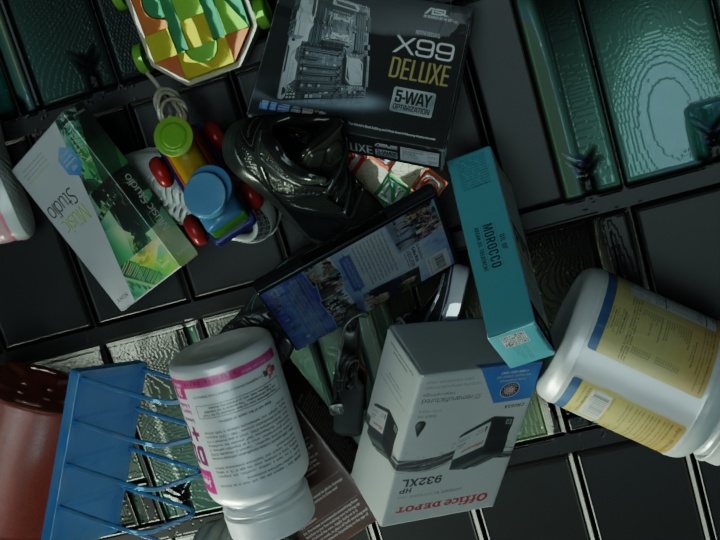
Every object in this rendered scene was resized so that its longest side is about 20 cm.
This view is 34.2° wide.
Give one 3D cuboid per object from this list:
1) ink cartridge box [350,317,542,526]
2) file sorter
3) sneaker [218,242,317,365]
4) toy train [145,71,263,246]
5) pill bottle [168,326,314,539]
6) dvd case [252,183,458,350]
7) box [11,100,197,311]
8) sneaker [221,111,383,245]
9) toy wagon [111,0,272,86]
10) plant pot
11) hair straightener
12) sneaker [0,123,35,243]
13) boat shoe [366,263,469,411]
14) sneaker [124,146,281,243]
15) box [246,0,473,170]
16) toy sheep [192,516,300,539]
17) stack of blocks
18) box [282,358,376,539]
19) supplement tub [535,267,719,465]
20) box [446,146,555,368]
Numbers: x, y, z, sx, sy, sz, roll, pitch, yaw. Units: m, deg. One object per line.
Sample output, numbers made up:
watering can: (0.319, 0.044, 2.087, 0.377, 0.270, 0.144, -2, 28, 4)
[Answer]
ink cartridge box: (0.086, 0.156, 1.211, 0.143, 0.084, 0.202, -4, 126, -26)
file sorter: (-0.246, 0.214, 1.279, 0.121, 0.138, 0.203, 12, 94, 20)
sneaker: (-0.083, 0.042, 1.270, 0.075, 0.079, 0.200, 41, 114, -10)
toy train: (-0.179, -0.126, 1.157, 0.084, 0.116, 0.202, -32, 83, -1)
pill bottle: (-0.118, 0.172, 1.217, 0.112, 0.113, 0.203, -13, 103, 13)
dvd case: (0.000, 0.000, 1.172, 0.198, 0.143, 0.018, -29, 59, -1)
box: (-0.278, -0.064, 1.261, 0.201, 0.036, 0.144, 52, 138, -7)
sneaker: (-0.029, -0.082, 1.118, 0.199, 0.077, 0.114, 39, 154, -27)
toy wagon: (-0.185, -0.297, 1.209, 0.153, 0.040, 0.203, -17, 102, 14)
plant pot: (-0.388, 0.221, 1.323, 0.198, 0.201, 0.198, 19, 100, 4)
hair straightener: (-0.008, 0.116, 1.229, 0.040, 0.078, 0.202, 9, 138, 1)
sneaker: (-0.440, -0.117, 1.286, 0.103, 0.075, 0.203, -14, 107, 8)
boat shoe: (0.059, 0.078, 1.260, 0.067, 0.072, 0.202, 22, 115, 2)
sneaker: (-0.183, -0.079, 1.250, 0.197, 0.081, 0.078, 15, 110, 7)
box: (0.002, -0.196, 1.157, 0.197, 0.050, 0.160, 12, 71, 7)
toy sheep: (-0.125, 0.343, 1.331, 0.197, 0.138, 0.140, -4, 105, 24)
stack of blocks: (-0.016, -0.110, 1.222, 0.199, 0.059, 0.116, 36, 108, -1)
box: (-0.065, 0.209, 1.315, 0.100, 0.075, 0.201, -35, 99, 18)
supplement tub: (0.290, 0.099, 1.181, 0.198, 0.145, 0.146, 24, 109, 3)
box: (0.137, -0.014, 1.152, 0.048, 0.082, 0.203, -19, 59, 15)
